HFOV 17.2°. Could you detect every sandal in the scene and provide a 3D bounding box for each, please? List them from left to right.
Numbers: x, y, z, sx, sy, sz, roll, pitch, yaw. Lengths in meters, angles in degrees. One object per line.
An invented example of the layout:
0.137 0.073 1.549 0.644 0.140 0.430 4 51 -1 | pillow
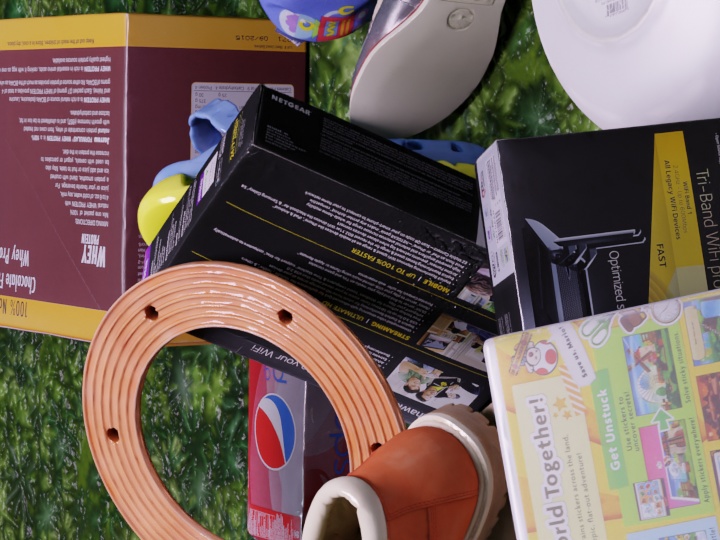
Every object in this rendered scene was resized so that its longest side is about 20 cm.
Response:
-0.023 -0.059 1.321 0.080 0.199 0.087 93 177 -52 | sandal

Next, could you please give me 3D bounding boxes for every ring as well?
-0.059 0.088 1.256 0.199 0.019 0.202 12 116 26 | ring

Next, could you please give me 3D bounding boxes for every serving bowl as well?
0.145 -0.153 1.169 0.200 0.065 0.202 6 97 55 | serving bowl

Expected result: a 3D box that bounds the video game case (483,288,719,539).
0.155 0.110 1.007 0.181 0.023 0.201 -13 81 20 | video game case

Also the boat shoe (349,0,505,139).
0.043 -0.156 1.310 0.200 0.071 0.063 117 148 -41 | boat shoe

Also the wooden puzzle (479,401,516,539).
0.089 0.164 1.183 0.200 0.037 0.186 -42 66 46 | wooden puzzle

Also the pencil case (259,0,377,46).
-0.019 -0.198 1.318 0.200 0.086 0.079 106 166 -71 | pencil case

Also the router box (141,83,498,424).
0.000 0.000 1.269 0.149 0.199 0.051 -51 23 42 | router box

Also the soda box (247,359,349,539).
-0.023 0.063 1.412 0.063 0.070 0.201 7 97 54 | soda box

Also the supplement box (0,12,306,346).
-0.142 -0.059 1.522 0.197 0.132 0.201 6 96 54 | supplement box

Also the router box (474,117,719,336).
0.145 0.033 1.095 0.052 0.156 0.201 134 129 -77 | router box

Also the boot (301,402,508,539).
0.000 0.165 1.174 0.075 0.107 0.201 31 125 28 | boot
